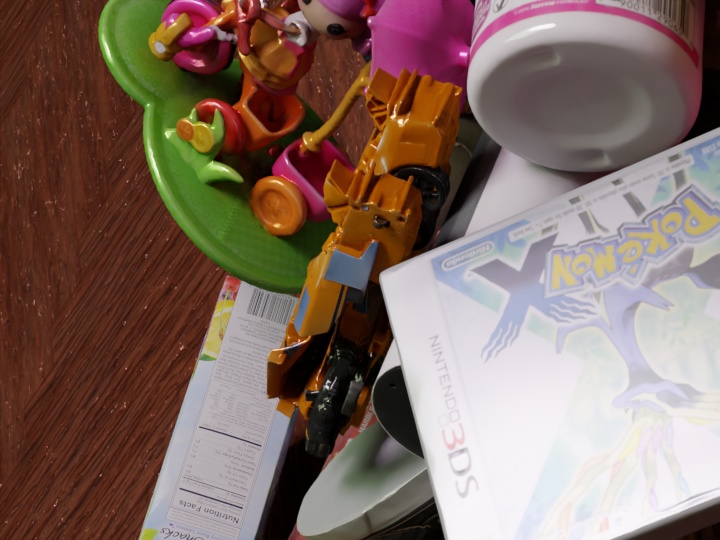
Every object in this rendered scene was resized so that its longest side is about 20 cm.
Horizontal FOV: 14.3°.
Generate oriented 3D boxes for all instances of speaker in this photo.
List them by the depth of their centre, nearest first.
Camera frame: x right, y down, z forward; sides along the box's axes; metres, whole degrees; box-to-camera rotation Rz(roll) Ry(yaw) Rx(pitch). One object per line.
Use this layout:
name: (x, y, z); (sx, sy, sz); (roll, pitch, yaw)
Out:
speaker: (0.073, 0.002, 1.413); (0.081, 0.081, 0.200); (-35, 24, 48)

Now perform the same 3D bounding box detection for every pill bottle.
pill bottle: (0.116, -0.159, 1.414); (0.113, 0.113, 0.201); (-37, 35, 46)

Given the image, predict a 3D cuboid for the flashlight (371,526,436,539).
flashlight: (0.051, 0.070, 1.532); (0.068, 0.068, 0.201); (41, 107, 43)

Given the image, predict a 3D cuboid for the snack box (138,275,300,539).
snack box: (-0.085, 0.133, 1.646); (0.169, 0.067, 0.201); (106, 179, -54)

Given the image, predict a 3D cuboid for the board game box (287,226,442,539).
board game box: (0.019, 0.057, 1.582); (0.201, 0.019, 0.103); (-64, -5, 18)

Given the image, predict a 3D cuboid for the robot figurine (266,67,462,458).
robot figurine: (0.000, 0.000, 1.439); (0.200, 0.058, 0.145); (109, -176, -46)

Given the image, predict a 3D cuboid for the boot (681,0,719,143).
boot: (0.160, -0.153, 1.520); (0.175, 0.066, 0.201); (-25, 45, 45)

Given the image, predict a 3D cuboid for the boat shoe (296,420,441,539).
boat shoe: (0.052, 0.104, 1.467); (0.200, 0.064, 0.071); (-29, 30, 35)

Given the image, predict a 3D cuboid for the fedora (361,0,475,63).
fedora: (0.054, -0.138, 1.640); (0.200, 0.200, 0.092); (-5, 96, 62)

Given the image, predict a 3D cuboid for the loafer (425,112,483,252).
loafer: (0.025, -0.022, 1.657); (0.200, 0.069, 0.075); (-52, 28, 28)

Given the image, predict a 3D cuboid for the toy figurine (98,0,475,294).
toy figurine: (-0.020, -0.115, 1.533); (0.184, 0.200, 0.150); (-37, 1, 39)

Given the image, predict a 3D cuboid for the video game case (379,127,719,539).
video game case: (0.117, 0.039, 1.275); (0.199, 0.022, 0.183); (-23, 54, 12)
